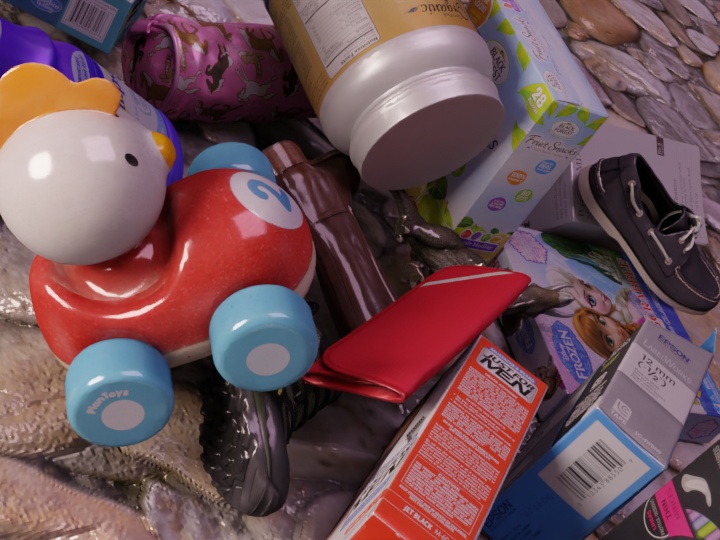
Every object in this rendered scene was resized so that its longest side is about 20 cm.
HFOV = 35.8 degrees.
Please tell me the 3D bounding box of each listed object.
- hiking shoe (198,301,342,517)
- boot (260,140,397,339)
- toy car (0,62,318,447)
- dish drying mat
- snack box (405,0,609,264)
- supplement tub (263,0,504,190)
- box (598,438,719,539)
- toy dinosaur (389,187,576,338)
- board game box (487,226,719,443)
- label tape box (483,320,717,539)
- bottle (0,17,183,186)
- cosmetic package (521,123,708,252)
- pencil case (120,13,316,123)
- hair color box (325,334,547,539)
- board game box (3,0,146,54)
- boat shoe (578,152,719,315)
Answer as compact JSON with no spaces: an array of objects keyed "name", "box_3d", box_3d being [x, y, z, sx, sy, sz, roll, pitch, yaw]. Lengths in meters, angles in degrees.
[{"name":"hiking shoe","box_3d":[-0.050,0.074,0.731,0.101,0.076,0.200,14,40,-23]},{"name":"boot","box_3d":[0.000,0.000,0.873,0.200,0.064,0.186,58,18,10]},{"name":"toy car","box_3d":[-0.133,-0.040,0.648,0.177,0.200,0.184,-21,42,2]},{"name":"dish drying mat","box_3d":[0.044,0.036,0.759,0.077,0.018,0.200,9,23,29]},{"name":"snack box","box_3d":[0.106,-0.123,0.980,0.068,0.200,0.169,10,42,-32]},{"name":"supplement tub","box_3d":[0.018,-0.180,0.893,0.145,0.145,0.200,-4,60,-42]},{"name":"box","box_3d":[0.217,0.211,0.689,0.106,0.200,0.122,14,41,-28]},{"name":"toy dinosaur","box_3d":[0.072,-0.002,0.911,0.200,0.077,0.102,34,9,20]},{"name":"board game box","box_3d":[0.215,0.055,1.004,0.199,0.041,0.200,11,42,-31]},{"name":"label tape box","box_3d":[0.179,0.113,0.819,0.066,0.143,0.200,40,36,5]},{"name":"bottle","box_3d":[-0.200,-0.110,0.755,0.200,0.065,0.084,38,31,-55]},{"name":"cosmetic package","box_3d":[0.252,-0.080,1.122,0.200,0.081,0.113,5,77,-37]},{"name":"pencil case","box_3d":[-0.106,-0.174,0.959,0.200,0.083,0.087,-10,67,-44]},{"name":"hair color box","box_3d":[0.040,0.138,0.704,0.064,0.111,0.200,39,35,3]},{"name":"board game box","box_3d":[-0.250,-0.245,0.899,0.151,0.047,0.200,26,16,-14]},{"name":"boat shoe","box_3d":[0.286,-0.033,1.041,0.200,0.063,0.073,43,44,-21]}]
